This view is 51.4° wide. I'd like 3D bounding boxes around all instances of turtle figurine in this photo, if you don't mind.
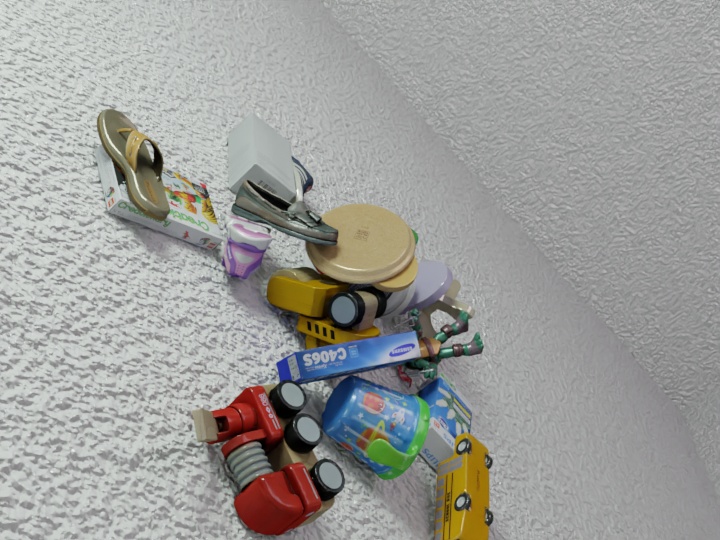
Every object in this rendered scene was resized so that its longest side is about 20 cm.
[{"bbox_3d":[0.131,0.148,1.463,0.101,0.199,0.150,103,-32,-61],"label":"turtle figurine"}]

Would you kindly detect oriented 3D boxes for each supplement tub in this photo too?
[{"bbox_3d":[0.000,0.000,1.449,0.200,0.140,0.141,33,28,-38],"label":"supplement tub"}]

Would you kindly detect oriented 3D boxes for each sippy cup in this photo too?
[{"bbox_3d":[0.016,0.230,1.146,0.130,0.178,0.140,31,64,-17],"label":"sippy cup"}]

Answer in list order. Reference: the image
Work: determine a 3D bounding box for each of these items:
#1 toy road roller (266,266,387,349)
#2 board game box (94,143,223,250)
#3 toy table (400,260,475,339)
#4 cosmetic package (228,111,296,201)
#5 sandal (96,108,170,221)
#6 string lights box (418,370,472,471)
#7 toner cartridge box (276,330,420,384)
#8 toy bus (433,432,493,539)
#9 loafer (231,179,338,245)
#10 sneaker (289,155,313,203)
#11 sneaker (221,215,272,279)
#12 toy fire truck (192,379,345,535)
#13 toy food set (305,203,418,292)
[{"bbox_3d":[-0.063,0.086,1.260,0.199,0.147,0.123,18,11,23],"label":"toy road roller"},{"bbox_3d":[-0.311,-0.114,1.163,0.200,0.035,0.127,23,35,-50],"label":"board game box"},{"bbox_3d":[0.142,0.067,1.580,0.117,0.184,0.200,44,-20,-25],"label":"toy table"},{"bbox_3d":[-0.198,-0.212,1.484,0.113,0.081,0.200,37,24,-32],"label":"cosmetic package"},{"bbox_3d":[-0.322,-0.163,1.099,0.080,0.054,0.201,10,46,-57],"label":"sandal"},{"bbox_3d":[0.154,0.287,1.403,0.103,0.059,0.200,48,22,-10],"label":"string lights box"},{"bbox_3d":[-0.018,0.135,1.132,0.199,0.095,0.043,-8,79,-26],"label":"toner cartridge box"},{"bbox_3d":[0.169,0.370,1.229,0.065,0.078,0.201,39,35,-22],"label":"toy bus"},{"bbox_3d":[-0.125,-0.097,1.255,0.199,0.063,0.072,19,12,16],"label":"loafer"},{"bbox_3d":[-0.131,-0.174,1.557,0.084,0.075,0.201,28,30,-35],"label":"sneaker"},{"bbox_3d":[-0.193,-0.036,1.226,0.080,0.089,0.200,15,8,-11],"label":"sneaker"},{"bbox_3d":[-0.130,0.222,0.892,0.199,0.129,0.177,0,53,-48],"label":"toy fire truck"},{"bbox_3d":[0.003,-0.046,1.304,0.049,0.199,0.199,91,0,-46],"label":"toy food set"}]
